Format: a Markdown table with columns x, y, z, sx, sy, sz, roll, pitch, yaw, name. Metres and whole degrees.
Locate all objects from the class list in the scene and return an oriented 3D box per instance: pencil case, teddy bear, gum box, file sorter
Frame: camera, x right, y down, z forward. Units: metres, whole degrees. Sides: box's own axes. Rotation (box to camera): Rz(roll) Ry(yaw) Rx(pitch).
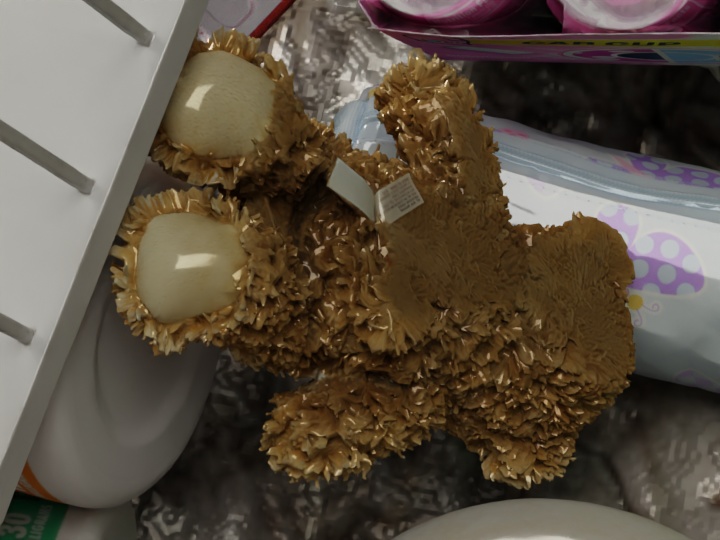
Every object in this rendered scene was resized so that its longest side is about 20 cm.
| x | y | z | sx | sy | sz | roll | pitch | yaw | name |
| --- | --- | --- | --- | --- | --- | --- | --- | --- | --- |
| 0.083 | -0.008 | 0.858 | 0.199 | 0.091 | 0.084 | 12 | 67 | 10 | pencil case |
| 0.000 | 0.000 | 0.763 | 0.199 | 0.067 | 0.146 | 2 | 73 | -44 | teddy bear |
| 0.102 | -0.106 | 0.819 | 0.199 | 0.113 | 0.067 | 2 | 91 | 13 | gum box |
| -0.148 | -0.053 | 0.669 | 0.138 | 0.124 | 0.201 | 18 | 82 | 26 | file sorter |

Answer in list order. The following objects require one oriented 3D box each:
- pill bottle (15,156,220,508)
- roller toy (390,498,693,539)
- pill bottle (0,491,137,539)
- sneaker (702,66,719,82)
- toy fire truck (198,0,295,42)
| x | y | z | sx | sy | sz | roll | pitch | yaw | name |
| --- | --- | --- | --- | --- | --- | --- | --- | --- | --- |
| -0.153 | 0.005 | 0.786 | 0.199 | 0.112 | 0.113 | 10 | 64 | 25 | pill bottle |
| 0.063 | 0.170 | 0.745 | 0.199 | 0.140 | 0.184 | -8 | 73 | 6 | roller toy |
| -0.181 | 0.115 | 0.801 | 0.199 | 0.113 | 0.114 | 6 | 64 | 6 | pill bottle |
| 0.131 | -0.098 | 0.904 | 0.198 | 0.080 | 0.130 | -15 | 55 | -15 | sneaker |
| -0.080 | -0.161 | 0.922 | 0.168 | 0.112 | 0.200 | 48 | 40 | -8 | toy fire truck |
